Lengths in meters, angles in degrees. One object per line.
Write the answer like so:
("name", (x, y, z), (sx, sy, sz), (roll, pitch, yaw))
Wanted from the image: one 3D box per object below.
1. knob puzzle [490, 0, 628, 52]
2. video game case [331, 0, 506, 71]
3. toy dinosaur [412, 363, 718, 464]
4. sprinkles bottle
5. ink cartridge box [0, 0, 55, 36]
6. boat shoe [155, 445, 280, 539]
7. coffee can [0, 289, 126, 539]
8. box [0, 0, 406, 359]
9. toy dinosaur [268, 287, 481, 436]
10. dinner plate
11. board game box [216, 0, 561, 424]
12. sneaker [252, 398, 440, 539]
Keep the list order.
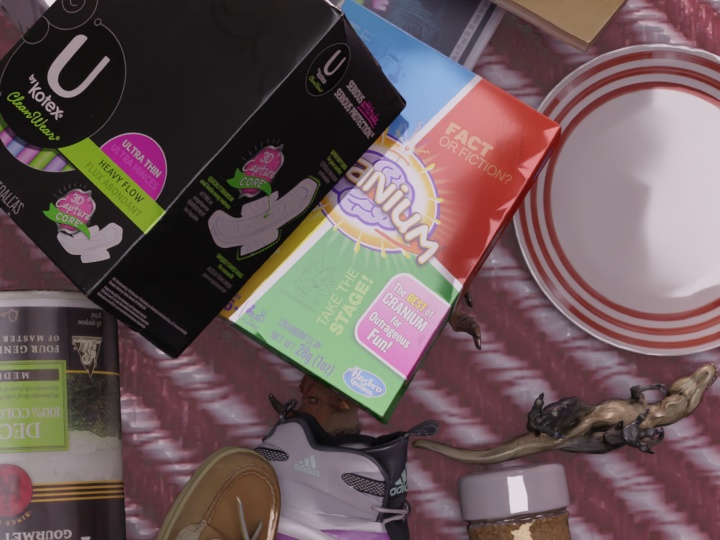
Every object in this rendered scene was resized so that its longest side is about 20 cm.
("knob puzzle", (0.096, -0.234, 1.216), (0.218, 0.031, 0.221), (6, 55, -9))
("video game case", (0.009, -0.201, 1.213), (0.181, 0.023, 0.201), (30, 67, -1))
("toy dinosaur", (0.135, 0.096, 1.184), (0.198, 0.088, 0.048), (-10, 85, -6))
("sprinkles bottle", (0.105, 0.221, 1.178), (0.068, 0.068, 0.202), (-7, 84, -5))
("ink cartridge box", (-0.209, -0.219, 1.160), (0.083, 0.147, 0.200), (-42, 88, -11))
("boat shoe", (-0.085, 0.198, 1.089), (0.073, 0.063, 0.202), (23, 77, -28))
("coffee can", (-0.210, 0.119, 1.124), (0.145, 0.146, 0.202), (-3, 84, -5))
("box", (-0.103, -0.084, 1.067), (0.200, 0.124, 0.148), (-47, 65, -2))
("toy dinosaur", (0.000, 0.000, 1.190), (0.134, 0.086, 0.202), (-8, 79, 1))
("dinner plate", (0.193, -0.045, 1.237), (0.198, 0.024, 0.202), (0, 84, -4))
("board game box", (0.003, -0.036, 1.130), (0.152, 0.040, 0.201), (31, 83, 7))
("sneaker", (0.017, 0.155, 1.160), (0.199, 0.078, 0.140), (35, 97, -1))
